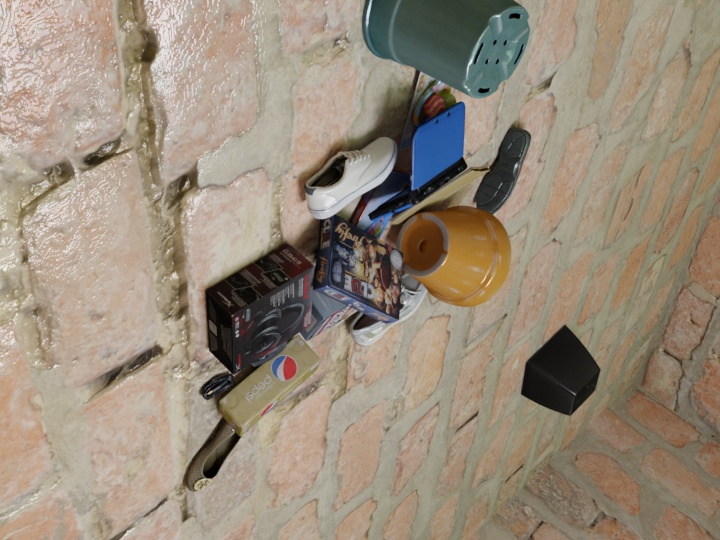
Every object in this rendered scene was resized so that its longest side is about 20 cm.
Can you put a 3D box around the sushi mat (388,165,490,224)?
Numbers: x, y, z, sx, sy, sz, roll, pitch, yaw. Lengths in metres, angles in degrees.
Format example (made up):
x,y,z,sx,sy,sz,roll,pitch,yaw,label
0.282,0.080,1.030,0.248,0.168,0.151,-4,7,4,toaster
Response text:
x,y,z,sx,sy,sz,roll,pitch,yaw,label
0.149,-0.142,1.804,0.199,0.012,0.095,-32,172,26,sushi mat

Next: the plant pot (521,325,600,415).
x,y,z,sx,sy,sz,roll,pitch,yaw,label
0.647,0.339,3.021,0.199,0.177,0.201,-38,150,-24,plant pot

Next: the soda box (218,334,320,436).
x,y,z,sx,sy,sz,roll,pitch,yaw,label
-0.170,0.213,1.766,0.199,0.068,0.064,-39,168,-24,soda box

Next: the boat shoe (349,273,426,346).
x,y,z,sx,sy,sz,roll,pitch,yaw,label
0.059,0.072,1.958,0.201,0.074,0.065,-39,154,-10,boat shoe

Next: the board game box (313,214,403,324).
x,y,z,sx,sy,sz,roll,pitch,yaw,label
0.000,0.000,1.687,0.199,0.034,0.137,27,60,-44,board game box

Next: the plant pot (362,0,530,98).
x,y,z,sx,sy,sz,roll,pitch,yaw,label
0.139,-0.372,1.445,0.199,0.196,0.202,-36,149,-26,plant pot

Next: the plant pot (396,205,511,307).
x,y,z,sx,sy,sz,roll,pitch,yaw,label
0.169,-0.038,1.875,0.182,0.200,0.202,12,113,-52,plant pot

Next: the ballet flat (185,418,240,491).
x,y,z,sx,sy,sz,roll,pitch,yaw,label
-0.266,0.344,1.807,0.201,0.046,0.067,-56,151,7,ballet flat

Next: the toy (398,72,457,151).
x,y,z,sx,sy,sz,roll,pitch,yaw,label
0.139,-0.301,1.678,0.114,0.047,0.202,-26,142,-38,toy

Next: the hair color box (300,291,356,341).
x,y,z,sx,sy,sz,roll,pitch,yaw,label
-0.029,0.047,1.777,0.199,0.061,0.099,-30,168,-36,hair color box

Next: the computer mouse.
x,y,z,sx,sy,sz,roll,pitch,yaw,label
-0.204,0.171,1.718,0.199,0.034,0.059,-40,150,-21,computer mouse

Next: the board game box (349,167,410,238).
x,y,z,sx,sy,sz,roll,pitch,yaw,label
0.022,-0.099,1.762,0.102,0.019,0.202,4,119,-57,board game box

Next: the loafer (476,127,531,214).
x,y,z,sx,sy,sz,roll,pitch,yaw,label
0.314,-0.206,2.028,0.063,0.071,0.202,-11,129,-58,loafer

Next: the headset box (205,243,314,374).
x,y,z,sx,sy,sz,roll,pitch,yaw,label
-0.161,0.060,1.611,0.199,0.077,0.150,-30,145,-33,headset box

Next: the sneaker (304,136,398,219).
x,y,z,sx,sy,sz,roll,pitch,yaw,label
-0.012,-0.167,1.580,0.200,0.073,0.071,-44,144,-23,sneaker

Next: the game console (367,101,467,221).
x,y,z,sx,sy,sz,roll,pitch,yaw,label
0.100,-0.193,1.675,0.169,0.120,0.200,-20,-170,40,game console
